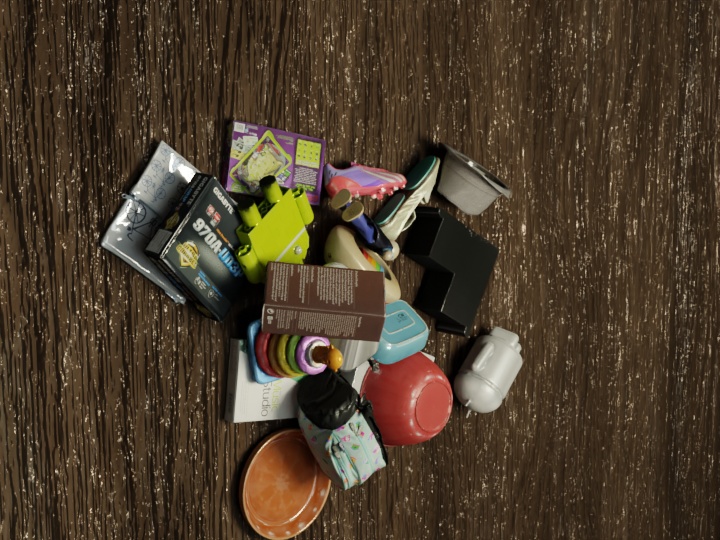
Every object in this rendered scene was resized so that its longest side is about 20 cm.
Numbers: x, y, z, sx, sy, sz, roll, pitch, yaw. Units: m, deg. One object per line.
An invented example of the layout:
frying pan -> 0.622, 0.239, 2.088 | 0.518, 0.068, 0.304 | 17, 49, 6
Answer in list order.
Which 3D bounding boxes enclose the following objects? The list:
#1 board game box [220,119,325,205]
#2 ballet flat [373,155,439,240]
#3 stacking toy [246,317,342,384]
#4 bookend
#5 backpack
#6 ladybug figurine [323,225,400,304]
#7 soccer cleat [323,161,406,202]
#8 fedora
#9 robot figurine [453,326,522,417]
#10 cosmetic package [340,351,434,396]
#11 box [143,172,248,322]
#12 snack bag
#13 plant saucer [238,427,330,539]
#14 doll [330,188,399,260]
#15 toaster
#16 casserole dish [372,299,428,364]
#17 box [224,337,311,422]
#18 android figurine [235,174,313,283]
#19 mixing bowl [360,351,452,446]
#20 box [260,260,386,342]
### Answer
board game box -> -0.151, -0.186, 1.543 | 0.198, 0.032, 0.122 | 7, 86, -40
ballet flat -> 0.098, -0.139, 1.741 | 0.200, 0.067, 0.062 | -50, 122, -14
stacking toy -> -0.093, 0.135, 1.467 | 0.109, 0.199, 0.118 | -15, 101, -39
bookend -> 0.162, 0.003, 1.790 | 0.198, 0.092, 0.202 | 29, 77, -37
backpack -> -0.034, 0.291, 1.581 | 0.126, 0.167, 0.202 | -29, 120, -12
ladybug figurine -> 0.000, 0.000, 1.640 | 0.072, 0.136, 0.200 | -38, 121, 14
soccer cleat -> 0.011, -0.175, 1.664 | 0.199, 0.066, 0.077 | -14, 83, -43
fedora -> 0.214, -0.175, 1.789 | 0.091, 0.176, 0.199 | -55, 159, 14
robot figurine -> 0.274, 0.222, 1.895 | 0.201, 0.112, 0.170 | -56, 144, -22
cosmetic package -> 0.048, 0.215, 1.740 | 0.199, 0.051, 0.153 | 25, 76, -39
box -> -0.246, -0.034, 1.427 | 0.160, 0.046, 0.201 | -60, 144, -22
snack bag -> -0.306, -0.075, 1.424 | 0.188, 0.021, 0.201 | 42, 68, -36
plant saucer -> -0.139, 0.389, 1.609 | 0.199, 0.032, 0.203 | -4, 96, -40
doll -> 0.019, -0.068, 1.614 | 0.048, 0.137, 0.200 | -42, 145, 2
toaster -> -0.035, 0.083, 1.549 | 0.113, 0.200, 0.130 | -30, 150, -33
casserole dish -> 0.060, 0.110, 1.683 | 0.199, 0.121, 0.039 | -16, 148, -53
box -> -0.148, 0.194, 1.578 | 0.198, 0.036, 0.147 | 3, 93, -42
android figurine -> -0.144, -0.056, 1.494 | 0.182, 0.041, 0.201 | -50, 139, -33
mixing bowl -> 0.105, 0.252, 1.691 | 0.198, 0.108, 0.203 | -5, 99, -38
box -> -0.060, 0.050, 1.435 | 0.075, 0.197, 0.101 | 100, -7, -46
